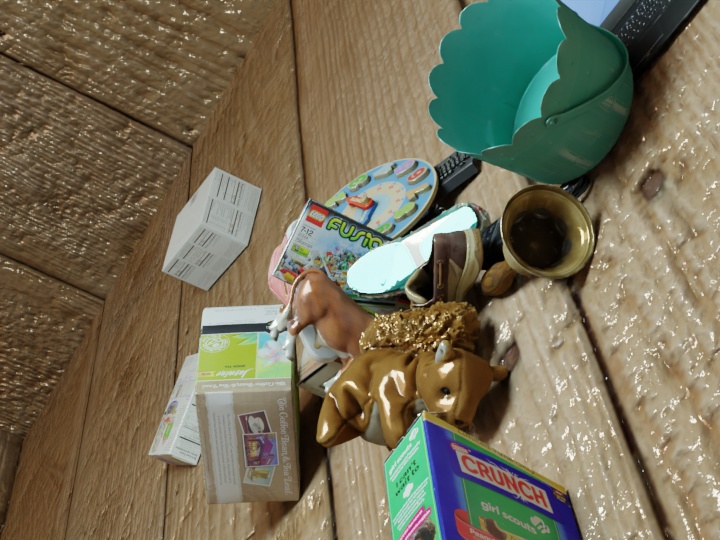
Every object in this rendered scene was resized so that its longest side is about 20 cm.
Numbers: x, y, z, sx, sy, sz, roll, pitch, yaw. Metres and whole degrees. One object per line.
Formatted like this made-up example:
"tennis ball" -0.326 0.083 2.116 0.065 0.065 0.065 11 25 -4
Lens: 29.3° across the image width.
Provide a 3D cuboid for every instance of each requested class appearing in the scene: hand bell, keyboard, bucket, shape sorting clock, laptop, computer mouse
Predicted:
"hand bell" 0.172 -0.009 1.509 0.200 0.104 0.104 125 164 -67
"keyboard" 0.083 -0.096 1.857 0.200 0.021 0.127 -36 29 34
"bucket" 0.187 -0.198 1.492 0.207 0.135 0.207 -25 55 42
"shape sorting clock" 0.015 -0.084 1.855 0.200 0.039 0.200 -29 32 20
"laptop" 0.281 -0.315 1.534 0.177 0.103 0.200 -53 21 32
"computer mouse" 0.193 -0.052 1.561 0.200 0.034 0.059 -35 22 47

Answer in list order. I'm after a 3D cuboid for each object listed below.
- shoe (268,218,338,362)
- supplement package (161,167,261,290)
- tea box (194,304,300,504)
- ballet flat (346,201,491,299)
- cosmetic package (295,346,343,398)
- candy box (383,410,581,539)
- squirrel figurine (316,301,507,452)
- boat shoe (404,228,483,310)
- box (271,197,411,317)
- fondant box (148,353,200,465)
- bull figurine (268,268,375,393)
"shoe" -0.069 0.037 1.800 0.091 0.071 0.200 131 132 -56
"supplement package" -0.307 -0.084 2.837 0.200 0.111 0.156 -43 28 47
"tea box" -0.152 0.184 1.904 0.197 0.133 0.200 -95 3 -57
"ballet flat" 0.079 -0.017 1.687 0.200 0.064 0.076 -26 70 22
"cosmetic package" -0.012 0.070 1.862 0.103 0.087 0.200 -42 29 49
"candy box" 0.111 0.237 1.177 0.077 0.169 0.200 -53 21 22
"squirrel figurine" 0.070 0.111 1.520 0.187 0.141 0.200 -32 39 48
"boat shoe" 0.086 0.019 1.617 0.200 0.072 0.072 112 156 -55
"box" 0.000 0.000 1.739 0.110 0.200 0.035 -65 6 1
"fondant box" -0.306 0.250 2.486 0.144 0.058 0.200 -19 48 65
"bull figurine" -0.017 0.090 1.693 0.121 0.200 0.065 -48 -1 4
